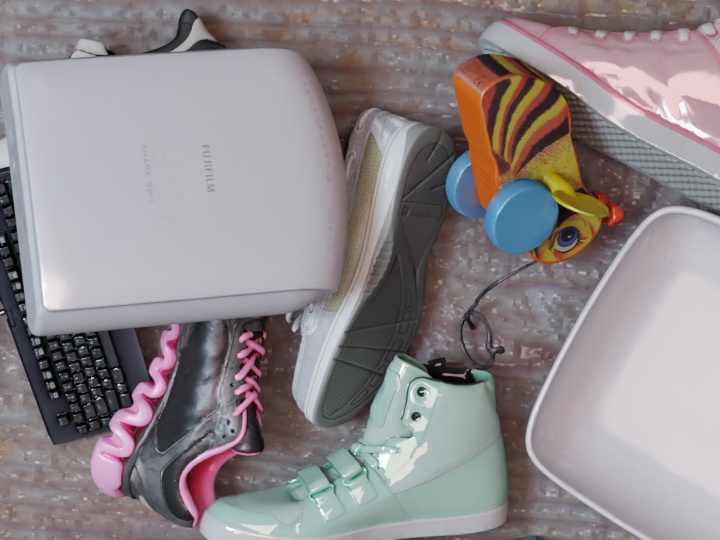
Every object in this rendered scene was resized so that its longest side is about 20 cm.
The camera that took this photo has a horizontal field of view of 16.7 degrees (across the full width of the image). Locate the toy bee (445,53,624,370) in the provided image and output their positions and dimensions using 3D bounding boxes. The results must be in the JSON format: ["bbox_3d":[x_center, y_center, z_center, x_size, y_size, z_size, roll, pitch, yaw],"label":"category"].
[{"bbox_3d":[0.109,-0.051,1.527,0.109,0.200,0.131,-18,56,-22],"label":"toy bee"}]

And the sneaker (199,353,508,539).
[{"bbox_3d":[-0.006,0.110,1.531,0.200,0.074,0.118,-7,105,-17],"label":"sneaker"}]

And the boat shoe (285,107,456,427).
[{"bbox_3d":[-0.001,-0.001,1.549,0.065,0.074,0.202,22,100,38],"label":"boat shoe"}]

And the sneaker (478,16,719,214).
[{"bbox_3d":[0.179,-0.124,1.528,0.200,0.075,0.105,31,77,11],"label":"sneaker"}]

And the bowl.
[{"bbox_3d":[0.223,0.076,1.535,0.200,0.075,0.200,30,95,1],"label":"bowl"}]

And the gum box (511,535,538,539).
[{"bbox_3d":[0.031,0.272,1.575,0.200,0.045,0.170,-11,93,5],"label":"gum box"}]

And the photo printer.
[{"bbox_3d":[-0.107,-0.050,1.467,0.200,0.069,0.167,-4,78,-16],"label":"photo printer"}]

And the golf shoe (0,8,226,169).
[{"bbox_3d":[-0.175,-0.095,1.549,0.200,0.073,0.092,-22,88,-5],"label":"golf shoe"}]

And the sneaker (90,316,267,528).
[{"bbox_3d":[-0.087,0.073,1.538,0.095,0.079,0.200,33,104,27],"label":"sneaker"}]

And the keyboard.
[{"bbox_3d":[-0.211,0.026,1.539,0.127,0.021,0.200,-13,120,3],"label":"keyboard"}]
